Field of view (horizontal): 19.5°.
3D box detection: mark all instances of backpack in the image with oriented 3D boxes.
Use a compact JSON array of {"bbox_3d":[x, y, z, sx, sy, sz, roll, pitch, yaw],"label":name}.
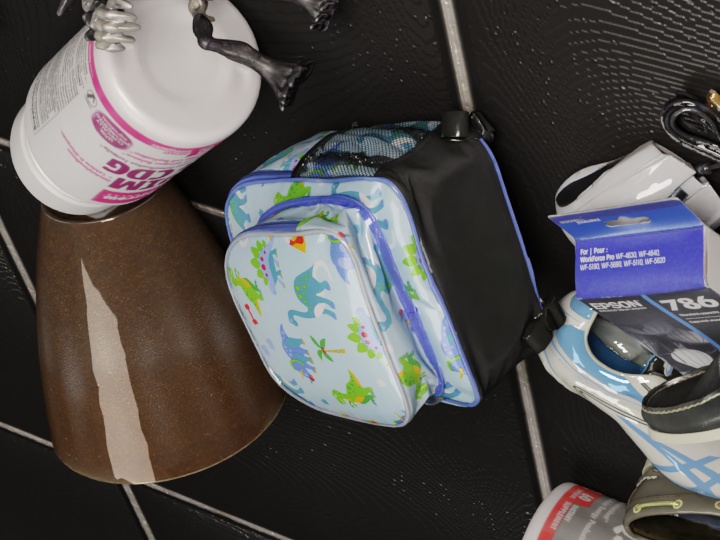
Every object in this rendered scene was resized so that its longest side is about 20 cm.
[{"bbox_3d":[0.000,0.000,1.349,0.200,0.147,0.183,6,124,53],"label":"backpack"}]

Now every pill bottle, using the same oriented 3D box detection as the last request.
[{"bbox_3d":[0.220,0.241,1.538,0.200,0.114,0.114,20,148,23],"label":"pill bottle"},{"bbox_3d":[-0.155,-0.109,1.389,0.113,0.113,0.200,41,151,-12],"label":"pill bottle"}]

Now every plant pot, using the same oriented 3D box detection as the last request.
[{"bbox_3d":[-0.166,0.023,1.557,0.187,0.187,0.200,12,131,34],"label":"plant pot"}]

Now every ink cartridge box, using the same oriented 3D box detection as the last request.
[{"bbox_3d":[0.203,0.023,1.245,0.099,0.039,0.200,-8,147,46],"label":"ink cartridge box"}]

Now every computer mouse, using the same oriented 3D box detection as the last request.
[{"bbox_3d":[0.177,-0.037,1.234,0.110,0.044,0.200,39,150,-12],"label":"computer mouse"}]

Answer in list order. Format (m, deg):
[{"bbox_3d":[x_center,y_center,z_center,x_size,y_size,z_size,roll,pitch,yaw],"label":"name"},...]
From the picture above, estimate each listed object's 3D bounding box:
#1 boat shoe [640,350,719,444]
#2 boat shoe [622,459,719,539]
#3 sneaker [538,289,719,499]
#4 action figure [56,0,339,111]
[{"bbox_3d":[0.236,0.045,1.180,0.200,0.072,0.068,-25,101,42],"label":"boat shoe"},{"bbox_3d":[0.277,0.179,1.441,0.202,0.060,0.072,12,145,33],"label":"boat shoe"},{"bbox_3d":[0.205,0.084,1.365,0.200,0.072,0.072,35,144,-9],"label":"sneaker"},{"bbox_3d":[-0.113,-0.180,1.243,0.200,0.119,0.102,27,-173,2],"label":"action figure"}]
